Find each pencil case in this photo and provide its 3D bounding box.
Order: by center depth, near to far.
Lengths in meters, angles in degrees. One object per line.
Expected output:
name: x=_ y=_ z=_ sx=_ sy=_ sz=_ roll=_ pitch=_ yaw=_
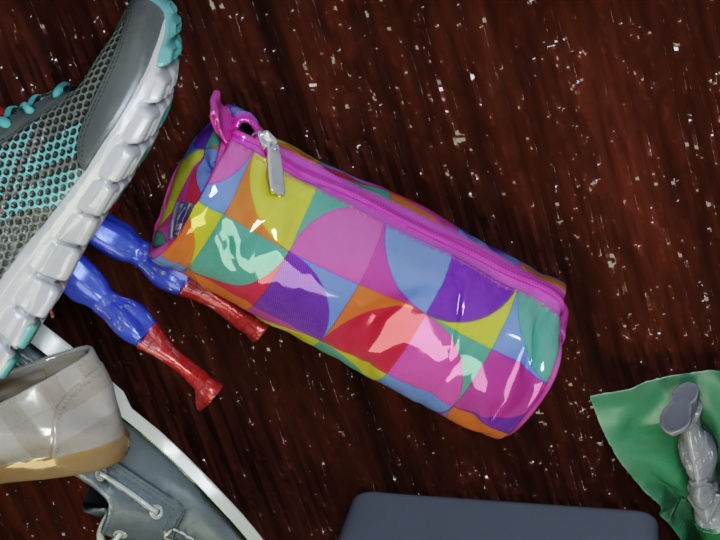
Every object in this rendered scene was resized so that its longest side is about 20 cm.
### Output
pencil case: x=0.000 y=0.000 z=1.294 sx=0.200 sy=0.088 sz=0.088 roll=28 pitch=132 yaw=-14

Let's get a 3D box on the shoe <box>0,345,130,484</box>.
shoe: x=-0.209 y=0.080 z=1.328 sx=0.200 sy=0.070 sz=0.053 roll=-13 pitch=114 yaw=-9

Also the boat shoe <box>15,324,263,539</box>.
boat shoe: x=-0.118 y=0.104 z=1.412 sx=0.200 sy=0.062 sz=0.073 roll=46 pitch=170 yaw=-20

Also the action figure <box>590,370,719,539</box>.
action figure: x=0.187 y=0.128 z=1.387 sx=0.118 sy=0.055 sz=0.200 roll=-5 pitch=134 yaw=14

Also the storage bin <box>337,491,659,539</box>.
storage bin: x=0.066 y=0.194 z=1.418 sx=0.200 sy=0.134 sz=0.146 roll=4 pitch=132 yaw=12

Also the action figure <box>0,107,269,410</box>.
action figure: x=-0.137 y=-0.016 z=1.321 sx=0.200 sy=0.065 sz=0.052 roll=38 pitch=173 yaw=-3

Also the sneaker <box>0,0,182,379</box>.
sneaker: x=-0.151 y=-0.043 z=1.252 sx=0.091 sy=0.078 sz=0.200 roll=32 pitch=95 yaw=-5
